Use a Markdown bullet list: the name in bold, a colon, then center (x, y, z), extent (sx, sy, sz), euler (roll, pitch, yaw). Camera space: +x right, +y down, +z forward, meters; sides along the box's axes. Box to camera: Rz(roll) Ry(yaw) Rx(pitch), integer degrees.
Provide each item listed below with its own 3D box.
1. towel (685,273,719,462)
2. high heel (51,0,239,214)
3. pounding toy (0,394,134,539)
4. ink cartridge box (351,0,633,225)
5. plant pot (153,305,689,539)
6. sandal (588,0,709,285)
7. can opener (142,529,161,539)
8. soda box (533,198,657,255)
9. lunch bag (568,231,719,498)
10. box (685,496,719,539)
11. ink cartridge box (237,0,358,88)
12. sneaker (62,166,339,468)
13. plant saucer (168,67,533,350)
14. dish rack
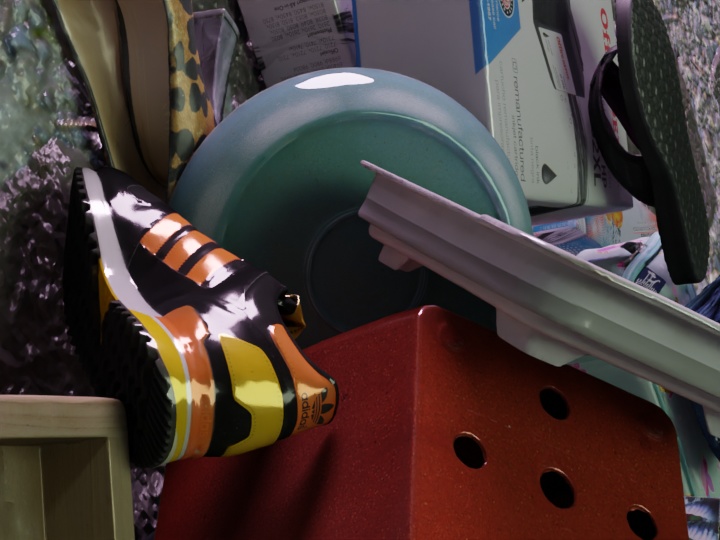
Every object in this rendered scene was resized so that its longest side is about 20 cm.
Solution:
- **towel**: center (0.248, 0.056, 0.948), extent (0.200, 0.048, 0.112), euler (-26, 98, -65)
- **high heel**: center (-0.122, -0.108, 0.703), extent (0.200, 0.071, 0.143), euler (45, 44, -48)
- **pounding toy**: center (-0.187, 0.113, 0.504), extent (0.200, 0.142, 0.185), euler (13, 70, -66)
- **ink cartridge box**: center (0.083, -0.105, 0.879), extent (0.200, 0.083, 0.146), euler (1, 82, -59)
- **plant pot**: center (0.034, 0.133, 0.634), extent (0.199, 0.176, 0.200), euler (24, 43, -20)
- **sandal**: center (0.168, -0.075, 0.890), extent (0.075, 0.048, 0.201), euler (-61, 139, -49)
- **can opener**: center (-0.057, 0.123, 0.757), extent (0.200, 0.078, 0.064), euler (-35, 148, -51)
- **soda box**: center (0.178, -0.024, 1.136), extent (0.200, 0.068, 0.064), euler (27, 58, -52)
- **lunch bag**: center (0.189, 0.076, 0.963), extent (0.160, 0.077, 0.201), euler (-36, 108, -58)
- **box**: center (0.124, 0.220, 0.809), extent (0.040, 0.136, 0.201), euler (54, 40, -56)
- **ink cartridge box**: center (-0.007, -0.140, 0.888), extent (0.116, 0.068, 0.201), euler (-36, 112, -54)
- **sneaker**: center (-0.074, 0.017, 0.649), extent (0.090, 0.200, 0.070), euler (0, 119, -23)
- **plant saucer**: center (0.000, 0.000, 0.739), extent (0.199, 0.027, 0.201), euler (-2, 96, -17)
- **dish rack**: center (0.091, 0.015, 0.650), extent (0.171, 0.200, 0.044), euler (23, 95, -27)
